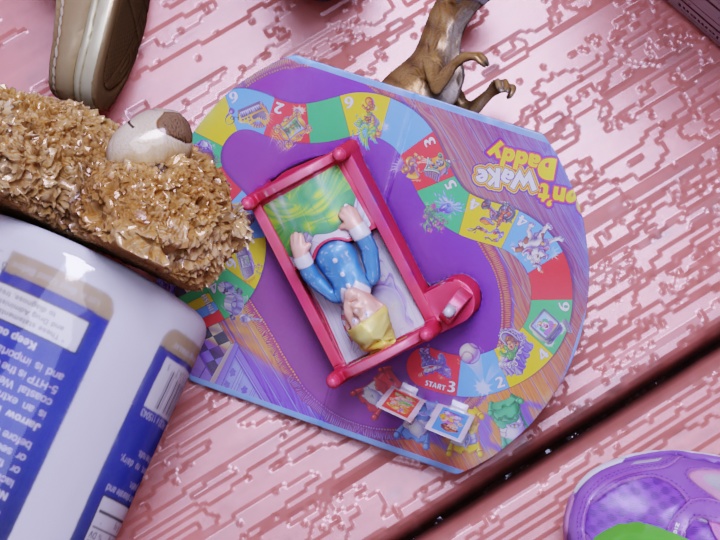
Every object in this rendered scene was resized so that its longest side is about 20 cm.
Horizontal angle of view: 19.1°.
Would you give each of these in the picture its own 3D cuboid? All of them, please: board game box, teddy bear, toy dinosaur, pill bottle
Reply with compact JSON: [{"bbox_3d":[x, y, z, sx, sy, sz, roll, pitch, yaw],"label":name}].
[{"bbox_3d":[0.000,0.000,0.935,0.199,0.039,0.159,19,103,9],"label":"board game box"},{"bbox_3d":[-0.138,-0.053,0.921,0.199,0.145,0.067,17,82,44],"label":"teddy bear"},{"bbox_3d":[0.010,-0.054,0.983,0.106,0.060,0.200,43,91,19],"label":"toy dinosaur"},{"bbox_3d":[-0.158,0.088,0.915,0.119,0.120,0.201,24,80,5],"label":"pill bottle"}]

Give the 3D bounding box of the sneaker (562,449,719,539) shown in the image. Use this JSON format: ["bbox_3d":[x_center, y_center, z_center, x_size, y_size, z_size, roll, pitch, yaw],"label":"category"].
[{"bbox_3d":[0.186,0.126,0.922,0.199,0.088,0.081,16,81,5],"label":"sneaker"}]

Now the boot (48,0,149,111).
[{"bbox_3d":[-0.173,-0.173,0.988,0.154,0.073,0.202,3,78,1],"label":"boot"}]

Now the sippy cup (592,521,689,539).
[{"bbox_3d":[0.134,0.192,0.878,0.130,0.139,0.180,6,91,41],"label":"sippy cup"}]

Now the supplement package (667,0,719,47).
[{"bbox_3d":[0.183,-0.182,0.922,0.109,0.200,0.114,42,83,8],"label":"supplement package"}]
